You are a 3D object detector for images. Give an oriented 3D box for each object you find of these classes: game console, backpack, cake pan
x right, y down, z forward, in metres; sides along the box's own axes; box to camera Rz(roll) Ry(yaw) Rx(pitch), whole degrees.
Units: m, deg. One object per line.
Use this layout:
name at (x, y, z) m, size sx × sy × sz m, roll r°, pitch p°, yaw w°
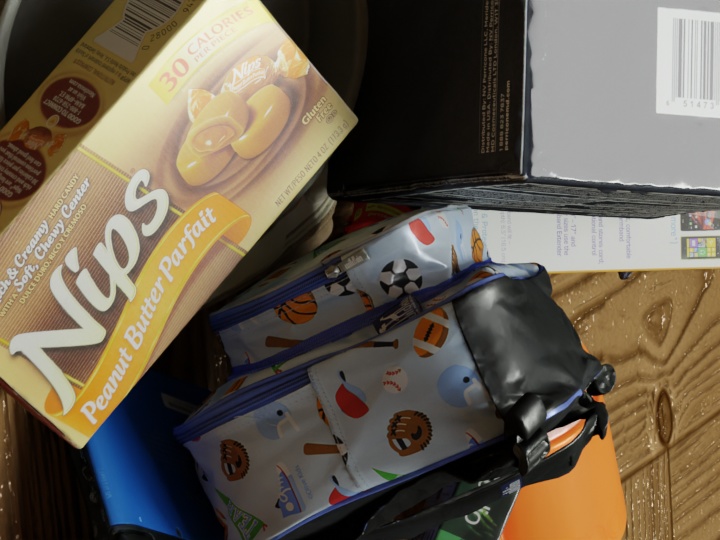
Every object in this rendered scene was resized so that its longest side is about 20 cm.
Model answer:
game console at (-0.114, 0.149, 1.269) m, size 0.200 × 0.118 × 0.171 m, roll 28°, pitch 37°, yaw -58°
backpack at (0.005, 0.059, 1.229) m, size 0.154 × 0.190 × 0.200 m, roll 59°, pitch 13°, yaw 9°
cake pan at (-0.088, -0.100, 1.190) m, size 0.200 × 0.037 × 0.200 m, roll -15°, pitch 118°, yaw -31°

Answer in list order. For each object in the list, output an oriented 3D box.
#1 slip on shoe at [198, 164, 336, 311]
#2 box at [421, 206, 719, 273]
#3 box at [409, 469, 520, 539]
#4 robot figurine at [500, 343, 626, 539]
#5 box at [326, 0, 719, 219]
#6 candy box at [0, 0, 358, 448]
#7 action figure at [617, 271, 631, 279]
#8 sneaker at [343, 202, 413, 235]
slip on shoe at (-0.065, -0.012, 1.296) m, size 0.200 × 0.076 × 0.061 m, roll -50°, pitch 146°, yaw -55°
box at (0.132, -0.058, 1.400) m, size 0.041 × 0.200 × 0.119 m, roll -175°, pitch -96°, yaw -76°
box at (0.057, 0.125, 1.375) m, size 0.144 × 0.036 × 0.200 m, roll 128°, pitch -16°, yaw -84°
robot figurine at (0.093, 0.107, 1.533) m, size 0.144 × 0.117 × 0.200 m, roll -26°, pitch 120°, yaw -21°
box at (0.113, -0.091, 1.254) m, size 0.200 × 0.198 × 0.123 m, roll 3°, pitch 87°, yaw -27°
candy box at (-0.105, -0.034, 1.142) m, size 0.200 × 0.055 × 0.115 m, roll -49°, pitch 134°, yaw -8°
action figure at (0.124, -0.097, 1.467) m, size 0.200 × 0.119 × 0.102 m, roll 57°, pitch -1°, yaw -6°
sneaker at (0.000, 0.000, 1.405) m, size 0.200 × 0.077 × 0.085 m, roll -6°, pitch 100°, yaw -71°
